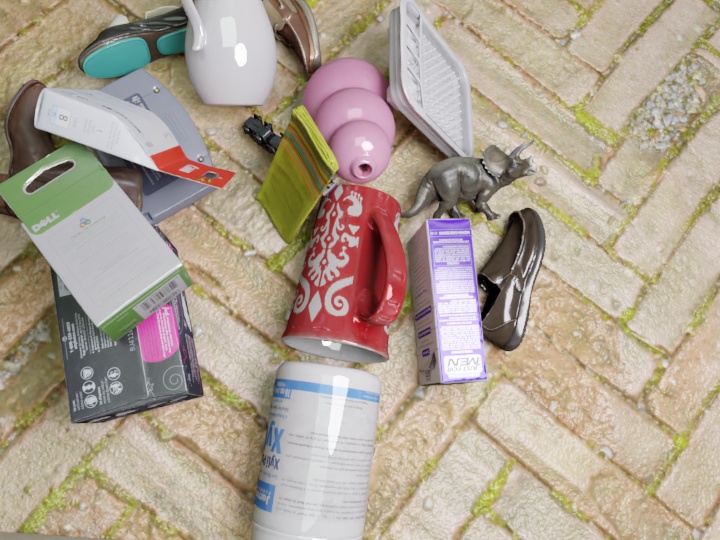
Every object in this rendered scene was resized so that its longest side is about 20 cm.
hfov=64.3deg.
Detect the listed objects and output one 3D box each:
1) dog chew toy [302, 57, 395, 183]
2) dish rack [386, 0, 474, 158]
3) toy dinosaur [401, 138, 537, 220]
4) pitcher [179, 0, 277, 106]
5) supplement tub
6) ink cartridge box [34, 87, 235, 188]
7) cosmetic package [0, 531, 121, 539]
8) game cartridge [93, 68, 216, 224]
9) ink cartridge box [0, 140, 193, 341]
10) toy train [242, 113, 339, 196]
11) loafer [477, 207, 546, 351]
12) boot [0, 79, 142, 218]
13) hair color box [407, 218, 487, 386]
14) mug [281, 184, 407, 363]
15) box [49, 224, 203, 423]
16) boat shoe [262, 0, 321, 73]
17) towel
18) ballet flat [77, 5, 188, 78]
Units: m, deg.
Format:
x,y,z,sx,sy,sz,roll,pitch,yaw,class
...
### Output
x,y,z,sx,sy,sz,roll,pitch,yaw,class
-0.010,-0.189,0.743,0.123,0.125,0.201,-4,45,-8,dog chew toy
0.093,-0.250,0.780,0.043,0.199,0.173,-15,64,34,dish rack
0.137,-0.117,0.784,0.198,0.077,0.103,-8,111,10,toy dinosaur
-0.185,-0.318,0.739,0.120,0.171,0.202,7,107,27,pitcher
-0.049,0.215,0.671,0.131,0.132,0.202,10,75,-4,supplement tub
-0.245,-0.157,0.674,0.198,0.160,0.048,18,103,-11,ink cartridge box
-0.357,0.354,0.633,0.198,0.073,0.105,6,77,-6,cosmetic package
-0.286,-0.170,0.779,0.133,0.041,0.201,-32,83,-9,game cartridge
-0.285,-0.035,0.619,0.104,0.059,0.200,-39,76,-17,ink cartridge box
-0.093,-0.150,0.754,0.034,0.046,0.200,-44,53,-7,toy train
0.198,0.005,0.776,0.071,0.073,0.202,15,76,-5,loafer
-0.353,-0.139,0.727,0.198,0.064,0.188,11,90,12,boot
0.108,0.045,0.739,0.064,0.109,0.202,0,78,-8,hair color box
0.004,0.004,0.717,0.176,0.133,0.202,-2,68,32,mug
-0.277,0.068,0.686,0.131,0.115,0.202,-13,77,-8,box
-0.111,-0.365,0.829,0.071,0.076,0.201,-20,71,-7,boat shoe
-0.085,-0.108,0.707,0.018,0.200,0.086,-25,79,-30,towel
-0.300,-0.326,0.802,0.199,0.068,0.069,-25,71,-22,ballet flat
